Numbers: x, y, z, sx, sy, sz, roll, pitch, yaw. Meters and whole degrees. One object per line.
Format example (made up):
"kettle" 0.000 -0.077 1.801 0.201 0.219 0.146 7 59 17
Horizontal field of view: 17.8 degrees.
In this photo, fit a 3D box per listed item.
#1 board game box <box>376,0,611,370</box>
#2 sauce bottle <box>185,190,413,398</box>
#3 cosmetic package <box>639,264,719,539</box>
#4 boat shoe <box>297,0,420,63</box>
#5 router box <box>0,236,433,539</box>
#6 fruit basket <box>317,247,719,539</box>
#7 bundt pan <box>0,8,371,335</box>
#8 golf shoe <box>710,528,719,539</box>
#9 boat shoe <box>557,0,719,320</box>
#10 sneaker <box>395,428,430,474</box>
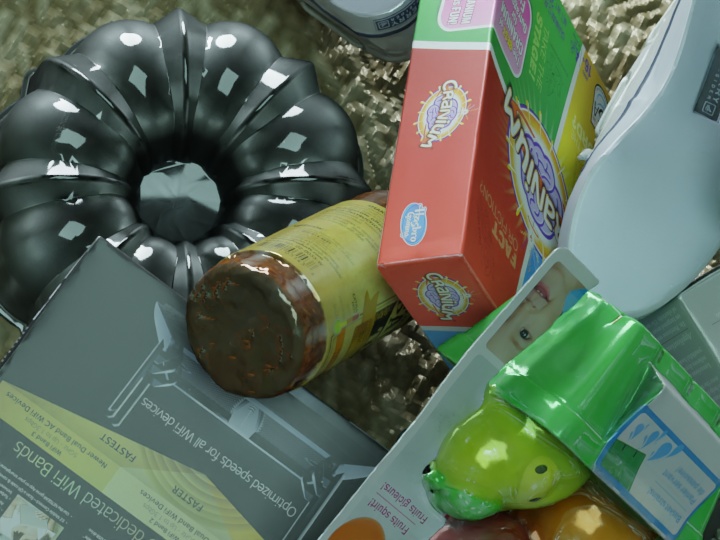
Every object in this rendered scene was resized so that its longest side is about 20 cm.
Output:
"board game box" 0.067 -0.043 1.057 0.040 0.153 0.200 -8 53 24
"sauce bottle" 0.000 0.000 1.025 0.066 0.066 0.200 55 35 5
"cosmetic package" 0.204 0.095 1.093 0.090 0.107 0.200 -30 86 -29
"boat shoe" -0.038 -0.176 1.140 0.073 0.065 0.200 -32 64 -8
"router box" -0.083 0.107 1.011 0.200 0.052 0.157 37 82 -4
"fruit basket" 0.069 0.112 0.969 0.200 0.094 0.185 -55 134 -9
"bundt pan" -0.086 -0.035 1.094 0.201 0.076 0.202 2 76 -9
"golf shoe" 0.202 0.185 1.038 0.097 0.078 0.200 4 117 21
"boat shoe" 0.140 -0.061 1.085 0.074 0.086 0.202 25 75 -7
"sneaker" 0.082 0.155 1.084 0.114 0.075 0.200 -16 80 -7
